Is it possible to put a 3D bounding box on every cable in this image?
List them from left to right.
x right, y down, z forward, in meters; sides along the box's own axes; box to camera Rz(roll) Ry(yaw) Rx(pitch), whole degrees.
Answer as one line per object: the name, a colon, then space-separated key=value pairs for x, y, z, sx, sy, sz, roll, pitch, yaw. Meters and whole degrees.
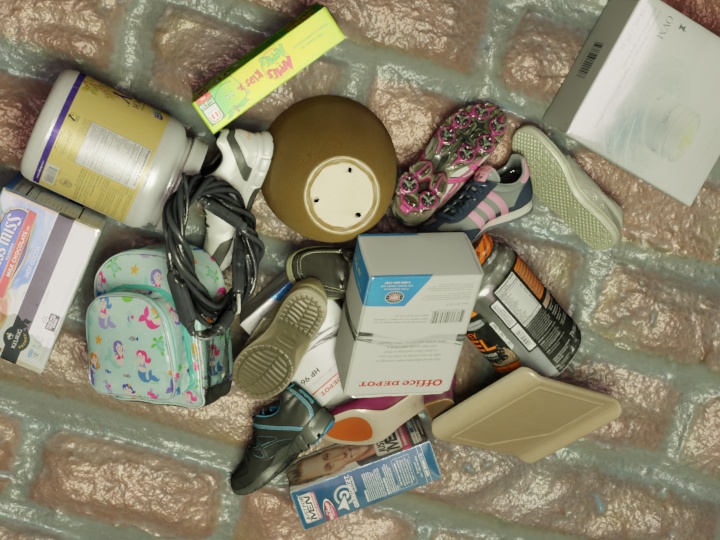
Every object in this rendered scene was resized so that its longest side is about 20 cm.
cable: x=-0.174 y=-0.029 z=1.589 sx=0.050 sy=0.163 sz=0.203 roll=4 pitch=120 yaw=35

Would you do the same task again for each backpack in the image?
backpack: x=-0.256 y=0.068 z=1.671 sx=0.175 sy=0.150 sz=0.204 roll=4 pitch=97 yaw=28

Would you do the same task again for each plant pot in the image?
plant pot: x=-0.033 y=-0.109 z=1.637 sx=0.183 sy=0.200 sz=0.190 roll=-2 pitch=105 yaw=-6

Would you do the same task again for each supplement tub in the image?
supplement tub: x=-0.301 y=-0.142 z=1.625 sx=0.198 sy=0.146 sz=0.147 roll=24 pitch=99 yaw=-12
supplement tub: x=0.189 y=0.051 z=1.741 sx=0.122 sy=0.123 sz=0.200 roll=-41 pitch=104 yaw=4

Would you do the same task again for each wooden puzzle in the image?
wooden puzzle: x=0.219 y=0.189 z=1.750 sx=0.198 sy=0.038 sz=0.184 roll=22 pitch=136 yaw=-38

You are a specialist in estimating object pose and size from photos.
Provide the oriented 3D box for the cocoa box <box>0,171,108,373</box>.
cocoa box: x=-0.414 y=0.000 z=1.650 sx=0.130 sy=0.133 sz=0.202 roll=23 pitch=99 yaw=-11

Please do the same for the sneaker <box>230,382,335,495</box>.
sneaker: x=-0.116 y=0.225 z=1.758 sx=0.082 sy=0.073 sz=0.200 roll=48 pitch=121 yaw=4

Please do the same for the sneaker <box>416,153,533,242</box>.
sneaker: x=0.143 y=-0.090 z=1.693 sx=0.199 sy=0.070 sz=0.083 roll=-28 pitch=124 yaw=-37

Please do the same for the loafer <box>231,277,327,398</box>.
loafer: x=-0.094 y=0.085 z=1.668 sx=0.075 sy=0.068 sz=0.200 roll=38 pitch=124 yaw=-5

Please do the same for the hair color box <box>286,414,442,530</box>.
hair color box: x=0.002 y=0.269 z=1.782 sx=0.197 sy=0.100 sz=0.061 roll=-21 pitch=106 yaw=-2

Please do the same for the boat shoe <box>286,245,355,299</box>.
boat shoe: x=0.000 y=0.001 z=1.702 sx=0.198 sy=0.066 sz=0.073 roll=10 pitch=70 yaw=-33

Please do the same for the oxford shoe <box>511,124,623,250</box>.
oxford shoe: x=0.275 y=-0.115 z=1.750 sx=0.200 sy=0.075 sz=0.058 roll=47 pitch=53 yaw=-6

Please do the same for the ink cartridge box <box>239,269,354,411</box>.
ink cartridge box: x=-0.054 y=0.098 z=1.751 sx=0.116 sy=0.068 sz=0.200 roll=-40 pitch=105 yaw=4

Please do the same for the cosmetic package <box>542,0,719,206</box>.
cosmetic package: x=0.377 y=-0.224 z=1.700 sx=0.198 sy=0.123 sz=0.201 roll=27 pitch=99 yaw=-13

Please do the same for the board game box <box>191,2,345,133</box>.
board game box: x=-0.116 y=-0.253 z=1.643 sx=0.199 sy=0.102 sz=0.048 roll=-36 pitch=106 yaw=2

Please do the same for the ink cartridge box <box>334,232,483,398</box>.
ink cartridge box: x=0.055 y=0.056 z=1.640 sx=0.144 sy=0.087 sz=0.202 roll=-1 pitch=133 yaw=-16

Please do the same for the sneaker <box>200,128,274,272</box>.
sneaker: x=-0.175 y=-0.091 z=1.675 sx=0.079 sy=0.074 sz=0.202 roll=12 pitch=111 yaw=-22

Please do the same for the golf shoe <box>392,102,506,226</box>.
golf shoe: x=0.110 y=-0.138 z=1.717 sx=0.073 sy=0.092 sz=0.200 roll=44 pitch=75 yaw=6

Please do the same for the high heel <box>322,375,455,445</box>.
high heel: x=0.034 y=0.175 z=1.787 sx=0.197 sy=0.097 sz=0.068 roll=-11 pitch=124 yaw=6
